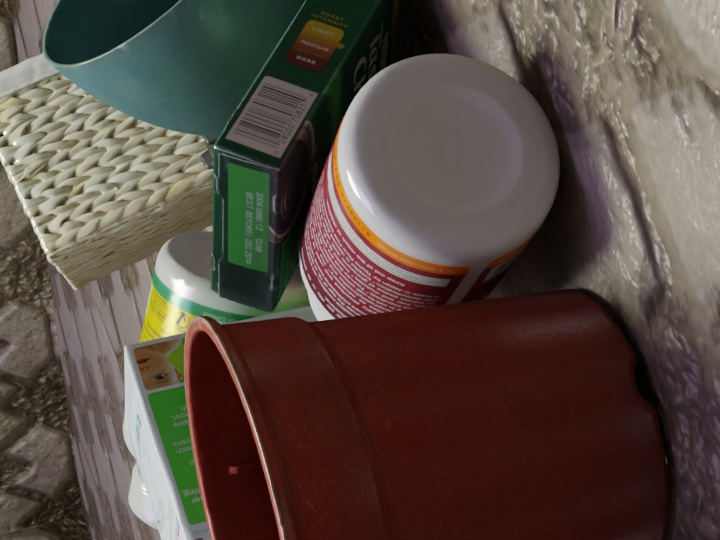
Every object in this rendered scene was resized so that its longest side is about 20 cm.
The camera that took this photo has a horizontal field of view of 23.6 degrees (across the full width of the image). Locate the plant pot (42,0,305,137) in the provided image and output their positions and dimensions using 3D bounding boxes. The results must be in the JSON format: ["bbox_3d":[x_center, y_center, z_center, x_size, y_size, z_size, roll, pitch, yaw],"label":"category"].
[{"bbox_3d":[-0.098,-0.169,1.184,0.135,0.200,0.200,46,-177,-31],"label":"plant pot"}]

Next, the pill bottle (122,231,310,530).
[{"bbox_3d":[-0.106,0.083,1.223,0.113,0.113,0.200,-128,48,-58],"label":"pill bottle"}]

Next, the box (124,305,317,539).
[{"bbox_3d":[-0.033,0.121,1.091,0.097,0.200,0.177,96,157,-48],"label":"box"}]

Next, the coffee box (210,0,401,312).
[{"bbox_3d":[-0.029,-0.088,1.004,0.123,0.044,0.200,97,-165,-48],"label":"coffee box"}]

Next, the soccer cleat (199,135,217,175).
[{"bbox_3d":[-0.052,-0.076,1.227,0.200,0.086,0.070,51,160,49],"label":"soccer cleat"}]

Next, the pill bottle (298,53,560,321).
[{"bbox_3d":[0.027,-0.024,0.929,0.200,0.113,0.113,118,137,-66],"label":"pill bottle"}]

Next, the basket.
[{"bbox_3d":[-0.198,-0.103,1.453,0.161,0.200,0.198,63,174,7],"label":"basket"}]

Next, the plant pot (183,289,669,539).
[{"bbox_3d":[0.033,0.100,0.850,0.201,0.195,0.201,168,90,-75],"label":"plant pot"}]
